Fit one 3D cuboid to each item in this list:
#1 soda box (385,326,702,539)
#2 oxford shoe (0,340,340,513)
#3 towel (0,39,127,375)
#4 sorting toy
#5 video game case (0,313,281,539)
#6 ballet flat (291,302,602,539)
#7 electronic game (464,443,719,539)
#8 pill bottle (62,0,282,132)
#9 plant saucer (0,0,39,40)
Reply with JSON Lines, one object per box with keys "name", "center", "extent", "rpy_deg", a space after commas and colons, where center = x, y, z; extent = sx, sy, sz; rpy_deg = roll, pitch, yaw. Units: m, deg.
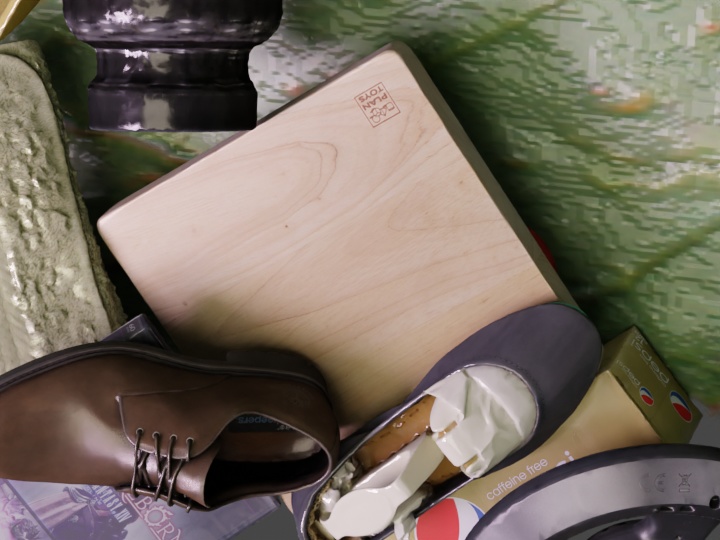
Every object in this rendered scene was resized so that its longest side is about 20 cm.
{"name": "soda box", "center": [0.083, 0.114, 1.350], "extent": [0.200, 0.068, 0.064], "rpy_deg": [-36, 95, 26]}
{"name": "oxford shoe", "center": [-0.106, 0.083, 1.265], "extent": [0.199, 0.084, 0.073], "rpy_deg": [-3, 119, -12]}
{"name": "towel", "center": [-0.211, -0.013, 1.319], "extent": [0.148, 0.036, 0.201], "rpy_deg": [-17, 89, -9]}
{"name": "sorting toy", "center": [0.000, 0.000, 1.330], "extent": [0.200, 0.070, 0.199], "rpy_deg": [-28, 103, 25]}
{"name": "video game case", "center": [-0.161, 0.128, 1.331], "extent": [0.200, 0.019, 0.143], "rpy_deg": [-32, 122, 3]}
{"name": "ballet flat", "center": [0.040, 0.090, 1.281], "extent": [0.200, 0.073, 0.073], "rpy_deg": [-35, 96, 26]}
{"name": "electronic game", "center": [0.147, 0.160, 1.317], "extent": [0.199, 0.042, 0.200], "rpy_deg": [-3, 136, -3]}
{"name": "pill bottle", "center": [-0.094, -0.170, 1.252], "extent": [0.111, 0.112, 0.201], "rpy_deg": [2, 95, 18]}
{"name": "plant saucer", "center": [-0.163, -0.243, 1.202], "extent": [0.200, 0.048, 0.200], "rpy_deg": [-52, 58, 35]}
